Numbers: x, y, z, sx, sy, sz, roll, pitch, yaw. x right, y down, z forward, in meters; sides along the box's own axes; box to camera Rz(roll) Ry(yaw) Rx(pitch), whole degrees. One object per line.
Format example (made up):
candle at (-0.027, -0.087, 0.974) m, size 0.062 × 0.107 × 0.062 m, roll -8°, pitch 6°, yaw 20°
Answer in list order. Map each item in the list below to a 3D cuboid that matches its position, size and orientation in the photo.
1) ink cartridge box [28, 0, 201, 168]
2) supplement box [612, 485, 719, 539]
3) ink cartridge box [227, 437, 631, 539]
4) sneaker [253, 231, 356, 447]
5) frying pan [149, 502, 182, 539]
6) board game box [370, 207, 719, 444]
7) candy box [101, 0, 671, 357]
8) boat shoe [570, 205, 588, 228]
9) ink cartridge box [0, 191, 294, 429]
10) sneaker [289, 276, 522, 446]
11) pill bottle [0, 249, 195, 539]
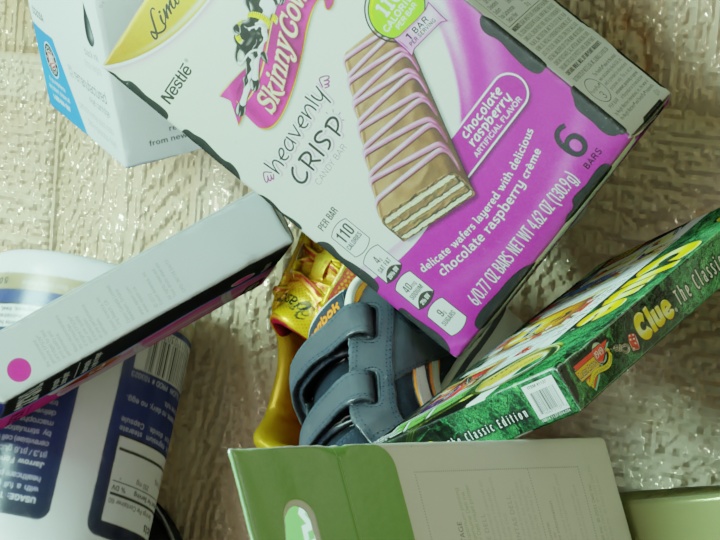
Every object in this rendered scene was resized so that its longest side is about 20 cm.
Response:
ink cartridge box at (-0.111, -0.166, 1.326) m, size 0.146 × 0.086 × 0.200 m, roll -144°, pitch 39°, yaw -64°
supplement box at (0.142, 0.187, 1.137) m, size 0.200 × 0.134 × 0.200 m, roll -10°, pitch 84°, yaw 43°
ink cartridge box at (0.019, 0.119, 1.023) m, size 0.059 × 0.200 × 0.104 m, roll -27°, pitch 70°, yaw 40°
sneaker at (0.000, 0.000, 1.306) m, size 0.073 × 0.077 × 0.200 m, roll 16°, pitch 100°, yaw 43°
frying pan at (-0.149, 0.173, 1.473) m, size 0.190 × 0.031 × 0.115 m, roll -24°, pitch 74°, yaw 43°
board game box at (0.093, 0.024, 1.141) m, size 0.105 × 0.200 × 0.023 m, roll -23°, pitch 97°, yaw 39°
candy box at (0.009, -0.080, 1.185) m, size 0.200 × 0.061 × 0.136 m, roll 39°, pitch 121°, yaw 5°
boat shoe at (0.050, -0.110, 1.250) m, size 0.074 × 0.065 × 0.202 m, roll -15°, pitch 72°, yaw 6°
ink cartridge box at (-0.128, 0.029, 1.300) m, size 0.037 × 0.200 × 0.095 m, roll 61°, pitch 165°, yaw 5°
sneaker at (0.003, 0.058, 1.209) m, size 0.079 × 0.200 × 0.078 m, roll 39°, pitch 122°, yaw -4°
pill bottle at (-0.154, 0.099, 1.387) m, size 0.111 × 0.111 × 0.200 m, roll -2°, pitch 70°, yaw 42°
